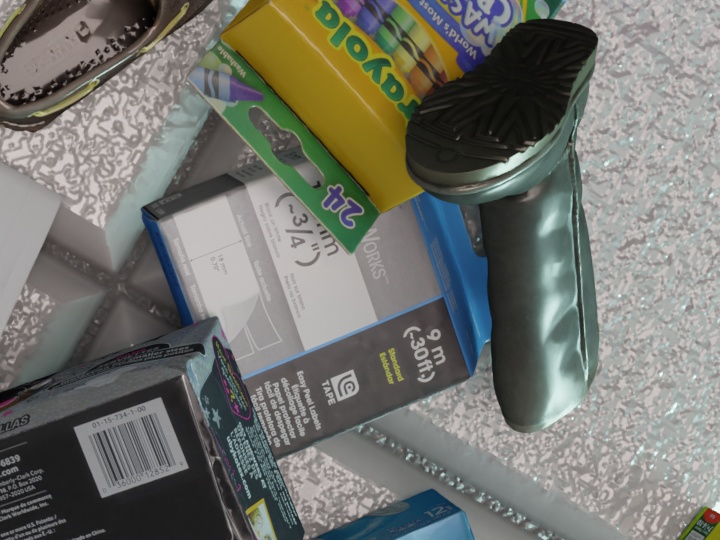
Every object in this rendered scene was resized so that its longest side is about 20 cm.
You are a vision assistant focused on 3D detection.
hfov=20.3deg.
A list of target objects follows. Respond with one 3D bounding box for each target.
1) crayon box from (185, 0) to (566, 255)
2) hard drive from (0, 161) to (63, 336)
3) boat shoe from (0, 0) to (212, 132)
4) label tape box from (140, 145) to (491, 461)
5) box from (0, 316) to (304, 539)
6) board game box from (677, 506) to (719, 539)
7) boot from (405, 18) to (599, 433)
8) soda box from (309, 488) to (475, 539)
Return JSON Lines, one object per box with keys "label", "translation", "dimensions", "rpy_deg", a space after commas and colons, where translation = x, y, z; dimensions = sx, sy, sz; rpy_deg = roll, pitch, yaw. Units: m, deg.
{"label": "crayon box", "translation": [0.015, -0.122, 1.035], "dimensions": [0.126, 0.051, 0.200], "rpy_deg": [46, 53, -15]}
{"label": "hard drive", "translation": [-0.261, -0.031, 1.003], "dimensions": [0.199, 0.025, 0.133], "rpy_deg": [30, 56, -16]}
{"label": "boat shoe", "translation": [-0.119, -0.148, 1.041], "dimensions": [0.200, 0.059, 0.072], "rpy_deg": [-41, 103, -7]}
{"label": "label tape box", "translation": [0.000, 0.000, 1.086], "dimensions": [0.199, 0.063, 0.145], "rpy_deg": [-22, 101, -11]}
{"label": "box", "translation": [-0.146, 0.122, 1.007], "dimensions": [0.198, 0.115, 0.133], "rpy_deg": [-20, 100, 8]}
{"label": "board game box", "translation": [0.273, 0.224, 1.161], "dimensions": [0.200, 0.102, 0.048], "rpy_deg": [41, 86, -15]}
{"label": "boot", "translation": [0.077, -0.007, 1.022], "dimensions": [0.182, 0.072, 0.202], "rpy_deg": [-40, 141, -49]}
{"label": "soda box", "translation": [-0.031, 0.191, 1.097], "dimensions": [0.199, 0.064, 0.068], "rpy_deg": [-21, 100, -12]}
